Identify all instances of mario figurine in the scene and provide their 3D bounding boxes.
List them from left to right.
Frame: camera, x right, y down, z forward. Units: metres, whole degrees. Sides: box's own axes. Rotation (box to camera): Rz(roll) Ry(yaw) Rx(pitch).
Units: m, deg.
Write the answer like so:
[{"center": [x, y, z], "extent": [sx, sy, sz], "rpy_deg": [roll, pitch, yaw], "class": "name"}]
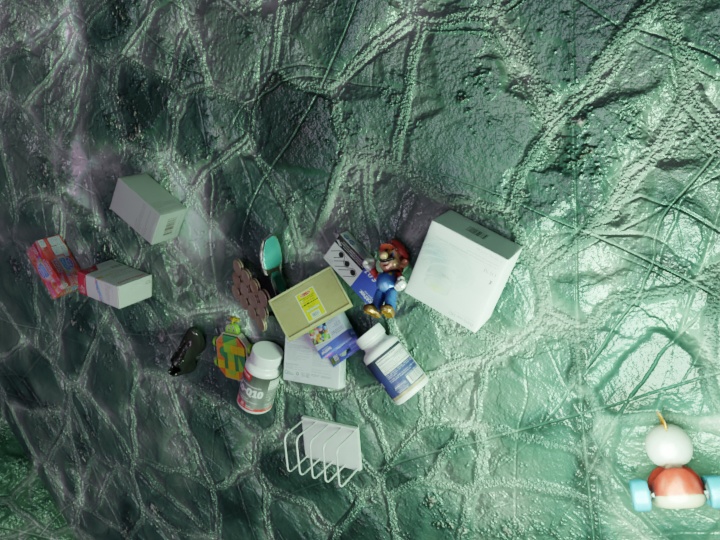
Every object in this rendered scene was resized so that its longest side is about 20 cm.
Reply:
[{"center": [0.057, 0.010, 1.569], "extent": [0.122, 0.202, 0.106], "rpy_deg": [12, 156, 4], "class": "mario figurine"}]

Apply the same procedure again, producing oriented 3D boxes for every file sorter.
[{"center": [-0.114, 0.534, 1.869], "extent": [0.198, 0.124, 0.141], "rpy_deg": [5, 107, 30], "class": "file sorter"}]

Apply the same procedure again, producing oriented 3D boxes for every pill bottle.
[{"center": [-0.302, 0.323, 1.920], "extent": [0.113, 0.114, 0.202], "rpy_deg": [27, 118, 21], "class": "pill bottle"}, {"center": [0.078, 0.242, 1.669], "extent": [0.111, 0.111, 0.201], "rpy_deg": [-42, 82, 33], "class": "pill bottle"}]

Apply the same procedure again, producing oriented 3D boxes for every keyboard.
[{"center": [-0.278, 0.080, 1.832], "extent": [0.199, 0.020, 0.129], "rpy_deg": [-9, 100, 58], "class": "keyboard"}]

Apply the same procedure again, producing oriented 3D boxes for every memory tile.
[{"center": [-0.323, 0.070, 1.860], "extent": [0.200, 0.017, 0.155], "rpy_deg": [45, 140, 34], "class": "memory tile"}]

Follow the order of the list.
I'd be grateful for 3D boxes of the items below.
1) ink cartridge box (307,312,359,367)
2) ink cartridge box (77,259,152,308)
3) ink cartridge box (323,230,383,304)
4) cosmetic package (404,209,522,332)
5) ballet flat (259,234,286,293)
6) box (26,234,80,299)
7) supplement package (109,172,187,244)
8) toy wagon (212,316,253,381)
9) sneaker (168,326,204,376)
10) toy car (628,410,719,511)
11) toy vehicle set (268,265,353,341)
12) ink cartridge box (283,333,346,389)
[{"center": [-0.090, 0.156, 1.755], "extent": [0.119, 0.042, 0.201], "rpy_deg": [-37, 76, 24], "class": "ink cartridge box"}, {"center": [-0.822, 0.044, 2.123], "extent": [0.198, 0.147, 0.087], "rpy_deg": [18, 114, 26], "class": "ink cartridge box"}, {"center": [0.000, 0.000, 1.679], "extent": [0.200, 0.044, 0.094], "rpy_deg": [46, 124, 11], "class": "ink cartridge box"}, {"center": [0.239, 0.000, 1.491], "extent": [0.198, 0.123, 0.202], "rpy_deg": [29, 119, 20], "class": "cosmetic package"}, {"center": [-0.261, -0.005, 1.822], "extent": [0.071, 0.072, 0.203], "rpy_deg": [2, 108, 30], "class": "ballet flat"}, {"center": [-1.102, -0.015, 2.300], "extent": [0.094, 0.102, 0.201], "rpy_deg": [-33, 89, 34], "class": "box"}, {"center": [-0.658, -0.195, 1.967], "extent": [0.199, 0.117, 0.118], "rpy_deg": [39, 122, 14], "class": "supplement package"}, {"center": [-0.401, 0.246, 2.000], "extent": [0.154, 0.039, 0.203], "rpy_deg": [8, 109, 28], "class": "toy wagon"}, {"center": [-0.575, 0.274, 2.083], "extent": [0.076, 0.091, 0.202], "rpy_deg": [33, 118, 20], "class": "sneaker"}, {"center": [0.670, 0.406, 1.369], "extent": [0.182, 0.177, 0.203], "rpy_deg": [-10, 72, 19], "class": "toy car"}, {"center": [-0.136, 0.090, 1.719], "extent": [0.198, 0.027, 0.125], "rpy_deg": [-29, 75, -2], "class": "toy vehicle set"}, {"center": [-0.130, 0.227, 1.822], "extent": [0.194, 0.043, 0.203], "rpy_deg": [5, 92, 30], "class": "ink cartridge box"}]
